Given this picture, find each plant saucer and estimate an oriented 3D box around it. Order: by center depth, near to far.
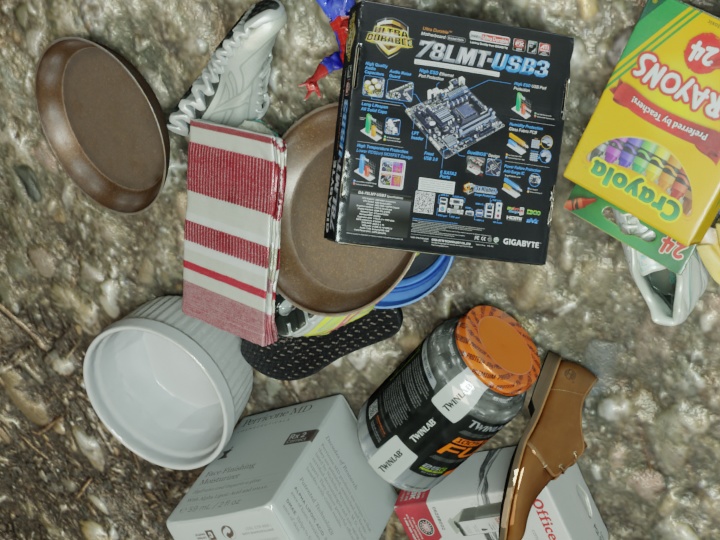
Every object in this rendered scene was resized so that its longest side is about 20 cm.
[{"bbox_3d":[-0.015,-0.056,0.983,0.197,0.036,0.205,-5,81,32],"label":"plant saucer"},{"bbox_3d":[-0.275,-0.159,1.125,0.198,0.034,0.203,21,128,29],"label":"plant saucer"}]

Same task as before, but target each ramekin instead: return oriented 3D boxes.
[{"bbox_3d":[-0.222,0.127,1.244,0.197,0.105,0.203,12,122,19],"label":"ramekin"}]

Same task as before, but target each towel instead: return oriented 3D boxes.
[{"bbox_3d":[-0.127,-0.040,1.019,0.143,0.023,0.204,17,108,43],"label":"towel"}]

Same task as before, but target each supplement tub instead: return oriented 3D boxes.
[{"bbox_3d":[0.092,0.134,1.090,0.122,0.123,0.200,39,128,-1],"label":"supplement tub"}]

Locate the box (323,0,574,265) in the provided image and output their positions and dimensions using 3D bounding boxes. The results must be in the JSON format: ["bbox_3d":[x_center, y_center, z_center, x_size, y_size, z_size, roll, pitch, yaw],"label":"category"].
[{"bbox_3d":[0.077,-0.114,0.890,0.196,0.050,0.203,5,92,-16],"label":"box"}]

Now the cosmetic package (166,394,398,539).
[{"bbox_3d":[-0.085,0.281,1.210,0.163,0.200,0.167,-17,112,32],"label":"cosmetic package"}]

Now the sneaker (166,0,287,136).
[{"bbox_3d":[-0.118,-0.190,1.036,0.081,0.076,0.200,38,136,-9],"label":"sneaker"}]

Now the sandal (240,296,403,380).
[{"bbox_3d":[-0.042,0.070,1.171,0.197,0.045,0.076,-19,115,17],"label":"sandal"}]

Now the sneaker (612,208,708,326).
[{"bbox_3d":[0.264,-0.043,0.932,0.070,0.080,0.203,-15,110,33],"label":"sneaker"}]

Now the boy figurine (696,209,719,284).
[{"bbox_3d":[0.359,-0.025,0.907,0.122,0.065,0.203,-9,115,29],"label":"boy figurine"}]

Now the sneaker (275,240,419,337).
[{"bbox_3d":[0.000,0.000,1.044,0.199,0.090,0.079,-35,60,20],"label":"sneaker"}]

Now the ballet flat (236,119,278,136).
[{"bbox_3d":[-0.132,-0.072,1.081,0.071,0.072,0.201,36,143,1],"label":"ballet flat"}]

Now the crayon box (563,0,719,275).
[{"bbox_3d":[0.256,-0.111,0.858,0.126,0.051,0.203,32,111,25],"label":"crayon box"}]

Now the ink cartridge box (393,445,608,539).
[{"bbox_3d":[0.159,0.287,1.172,0.198,0.083,0.148,-17,109,32],"label":"ink cartridge box"}]

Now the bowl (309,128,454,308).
[{"bbox_3d":[0.010,-0.058,1.067,0.197,0.039,0.204,12,122,19],"label":"bowl"}]

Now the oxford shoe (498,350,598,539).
[{"bbox_3d":[0.190,0.189,1.053,0.070,0.071,0.203,20,84,9],"label":"oxford shoe"}]

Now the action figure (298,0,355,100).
[{"bbox_3d":[-0.032,-0.241,0.946,0.064,0.099,0.202,-11,116,31],"label":"action figure"}]
